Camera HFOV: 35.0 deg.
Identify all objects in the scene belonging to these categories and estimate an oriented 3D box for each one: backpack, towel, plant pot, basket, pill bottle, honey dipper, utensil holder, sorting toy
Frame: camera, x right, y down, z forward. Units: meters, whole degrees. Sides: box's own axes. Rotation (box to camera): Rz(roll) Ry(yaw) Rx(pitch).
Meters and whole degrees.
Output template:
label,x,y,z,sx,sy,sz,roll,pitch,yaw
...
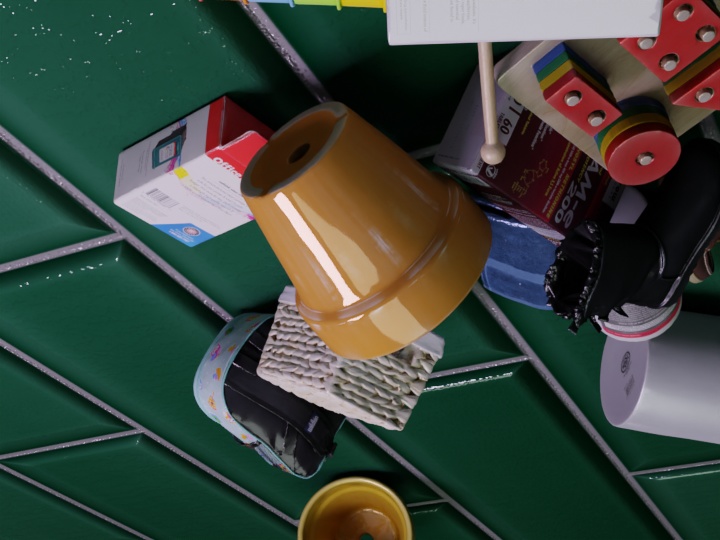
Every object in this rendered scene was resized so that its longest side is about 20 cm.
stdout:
label,x,y,z,sx,sy,sz,roll,pitch,yaw
backpack,-0.118,0.151,1.506,0.153,0.176,0.200,13,154,51
towel,0.179,-0.021,1.289,0.112,0.049,0.200,21,156,24
plant pot,0.002,0.478,2.045,0.201,0.201,0.189,-3,163,7
basket,-0.019,0.103,1.370,0.136,0.123,0.200,30,166,-30
plant pot,-0.009,-0.050,1.073,0.200,0.200,0.183,-21,125,33
pill bottle,0.293,-0.010,1.277,0.111,0.111,0.200,-9,148,17
honey dipper,0.109,-0.183,0.979,0.038,0.038,0.200,-4,119,10
utensil holder,0.429,0.135,1.465,0.200,0.170,0.170,9,148,-7
sorting toy,0.258,-0.169,1.007,0.200,0.070,0.199,-38,133,27

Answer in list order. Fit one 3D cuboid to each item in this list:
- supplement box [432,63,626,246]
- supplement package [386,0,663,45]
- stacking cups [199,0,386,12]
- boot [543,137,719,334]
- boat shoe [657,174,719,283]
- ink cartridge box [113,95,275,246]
label,x,y,z,sx,sy,sz,roll,pitch,yaw
supplement box,0.174,-0.105,1.115,0.200,0.109,0.061,28,175,-38
supplement package,0.118,-0.247,0.848,0.200,0.120,0.121,0,124,4
stacking cups,-0.075,-0.251,0.951,0.200,0.061,0.061,4,149,2
boot,0.268,-0.035,1.114,0.162,0.073,0.198,-3,121,-37
boat shoe,0.374,-0.054,1.244,0.072,0.072,0.200,-10,141,20
ink cartridge box,-0.144,-0.105,1.180,0.200,0.067,0.116,-21,143,33
